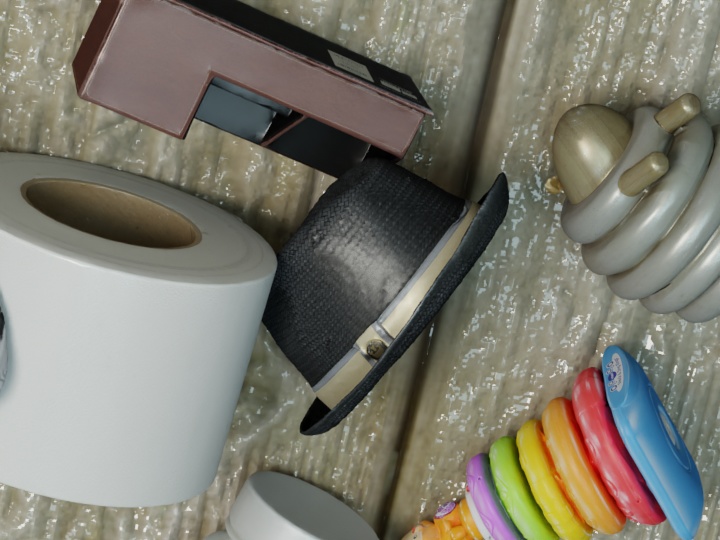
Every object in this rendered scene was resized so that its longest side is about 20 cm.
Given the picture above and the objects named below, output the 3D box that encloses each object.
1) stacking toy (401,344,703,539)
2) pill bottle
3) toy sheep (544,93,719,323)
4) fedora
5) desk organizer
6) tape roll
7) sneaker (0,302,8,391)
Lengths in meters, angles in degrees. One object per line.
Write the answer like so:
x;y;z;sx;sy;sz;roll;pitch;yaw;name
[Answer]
0.109;0.142;1.578;0.199;0.116;0.110;-26;113;13;stacking toy
-0.073;0.236;1.554;0.113;0.113;0.201;24;103;-19;pill bottle
0.199;-0.033;1.505;0.200;0.138;0.138;39;98;-9;toy sheep
0.000;0.000;1.461;0.092;0.201;0.201;39;98;-3;fedora
-0.066;-0.109;1.456;0.199;0.072;0.077;22;106;-18;desk organizer
-0.161;0.030;1.416;0.202;0.203;0.140;12;107;-15;tape roll
-0.267;-0.007;1.289;0.075;0.115;0.201;-29;84;31;sneaker
